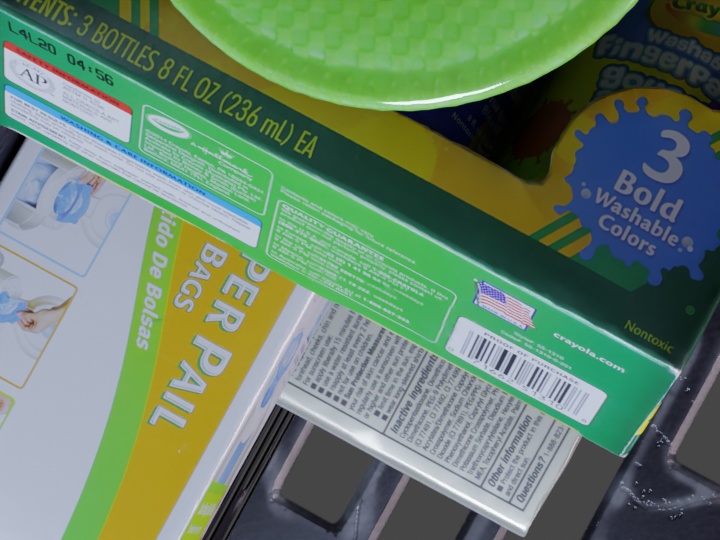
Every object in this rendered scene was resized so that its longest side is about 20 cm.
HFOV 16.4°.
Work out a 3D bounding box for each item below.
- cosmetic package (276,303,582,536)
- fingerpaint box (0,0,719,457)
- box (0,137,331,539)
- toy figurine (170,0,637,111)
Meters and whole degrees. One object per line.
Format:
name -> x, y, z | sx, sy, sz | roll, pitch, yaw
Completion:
cosmetic package -> 0.000, 0.000, 0.923 | 0.103, 0.200, 0.087 | -61, 178, 13
fingerpaint box -> 0.024, -0.075, 0.656 | 0.167, 0.200, 0.073 | -59, 175, -23
box -> -0.063, -0.001, 0.800 | 0.200, 0.101, 0.112 | -61, 177, -5
toy figurine -> -0.011, -0.133, 0.494 | 0.184, 0.150, 0.200 | -9, 107, -74
